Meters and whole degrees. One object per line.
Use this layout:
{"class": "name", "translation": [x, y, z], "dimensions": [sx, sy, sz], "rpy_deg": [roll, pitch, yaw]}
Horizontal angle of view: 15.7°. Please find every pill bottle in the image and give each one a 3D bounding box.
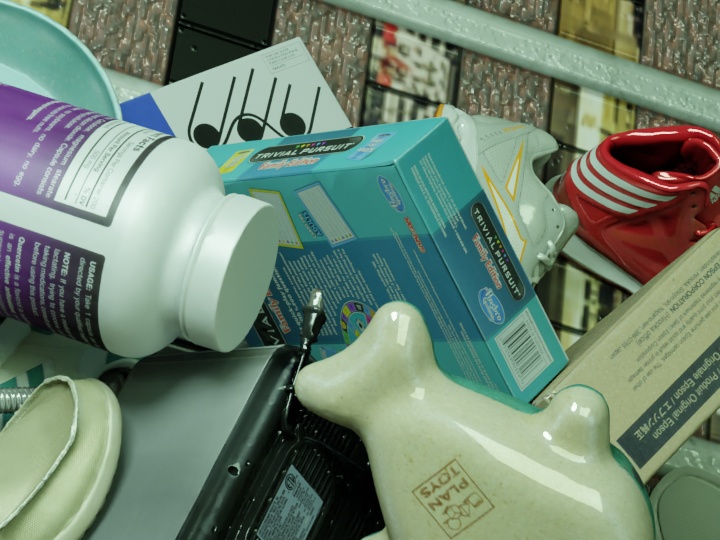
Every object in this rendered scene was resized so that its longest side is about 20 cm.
{"class": "pill bottle", "translation": [-0.146, -0.025, 1.312], "dimensions": [0.199, 0.113, 0.113], "rpy_deg": [18, 56, 15]}

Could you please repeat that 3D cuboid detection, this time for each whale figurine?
{"class": "whale figurine", "translation": [0.058, 0.101, 1.297], "dimensions": [0.200, 0.159, 0.104], "rpy_deg": [48, 20, -7]}

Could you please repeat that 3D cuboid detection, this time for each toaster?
{"class": "toaster", "translation": [-0.056, 0.145, 1.339], "dimensions": [0.181, 0.118, 0.200], "rpy_deg": [53, 50, -36]}

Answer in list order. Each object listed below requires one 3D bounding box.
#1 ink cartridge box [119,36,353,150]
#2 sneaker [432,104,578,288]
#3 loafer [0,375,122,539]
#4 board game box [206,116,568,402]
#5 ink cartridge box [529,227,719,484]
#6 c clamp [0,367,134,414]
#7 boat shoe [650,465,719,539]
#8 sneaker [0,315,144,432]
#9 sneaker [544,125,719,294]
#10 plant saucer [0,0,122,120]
{"class": "ink cartridge box", "translation": [-0.098, -0.058, 1.504], "dimensions": [0.199, 0.044, 0.094], "rpy_deg": [-24, 77, -31]}
{"class": "sneaker", "translation": [0.086, -0.007, 1.539], "dimensions": [0.092, 0.076, 0.201], "rpy_deg": [3, 65, -9]}
{"class": "loafer", "translation": [-0.190, 0.127, 1.273], "dimensions": [0.068, 0.076, 0.200], "rpy_deg": [46, 70, -32]}
{"class": "board game box", "translation": [0.000, 0.000, 1.403], "dimensions": [0.047, 0.200, 0.151], "rpy_deg": [-40, 113, -33]}
{"class": "ink cartridge box", "translation": [0.131, 0.082, 1.451], "dimensions": [0.075, 0.200, 0.165], "rpy_deg": [47, 57, 1]}
{"class": "c clamp", "translation": [-0.178, 0.090, 1.336], "dimensions": [0.199, 0.027, 0.172], "rpy_deg": [7, 84, -35]}
{"class": "boat shoe", "translation": [0.248, 0.197, 1.535], "dimensions": [0.200, 0.074, 0.060], "rpy_deg": [46, 14, 20]}
{"class": "sneaker", "translation": [-0.183, 0.092, 1.378], "dimensions": [0.093, 0.070, 0.200], "rpy_deg": [36, 54, 2]}
{"class": "sneaker", "translation": [0.213, -0.015, 1.586], "dimensions": [0.199, 0.116, 0.079], "rpy_deg": [25, 60, -11]}
{"class": "plant saucer", "translation": [-0.225, -0.056, 1.419], "dimensions": [0.199, 0.036, 0.201], "rpy_deg": [0, 65, 0]}
